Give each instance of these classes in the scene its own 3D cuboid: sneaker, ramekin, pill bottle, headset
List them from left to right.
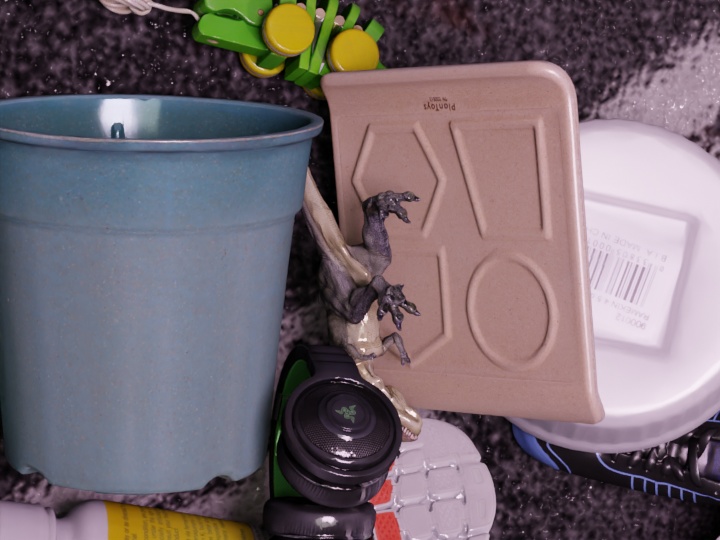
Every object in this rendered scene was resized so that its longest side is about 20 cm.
[{"bbox_3d":[-0.120,0.194,1.256,0.199,0.114,0.115,12,90,-16],"label":"pill bottle"},{"bbox_3d":[-0.004,0.122,1.192,0.093,0.200,0.124,4,116,-15],"label":"headset"},{"bbox_3d":[0.036,0.182,1.250,0.077,0.082,0.201,2,57,-12],"label":"sneaker"},{"bbox_3d":[0.147,0.006,1.296,0.199,0.098,0.202,0,83,4],"label":"ramekin"},{"bbox_3d":[0.196,0.107,1.359,0.199,0.078,0.071,10,90,-16],"label":"sneaker"}]

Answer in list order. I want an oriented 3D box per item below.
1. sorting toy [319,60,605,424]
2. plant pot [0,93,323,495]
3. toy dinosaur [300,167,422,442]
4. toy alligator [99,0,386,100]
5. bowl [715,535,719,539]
[{"bbox_3d":[0.059,-0.017,1.229,0.036,0.185,0.201,-17,103,-43],"label":"sorting toy"},{"bbox_3d":[-0.123,0.011,1.214,0.199,0.200,0.197,0,100,-16],"label":"plant pot"},{"bbox_3d":[0.000,0.000,1.235,0.047,0.088,0.201,-13,85,-32],"label":"toy dinosaur"},{"bbox_3d":[-0.053,-0.148,1.285,0.199,0.059,0.055,20,74,-16],"label":"toy alligator"},{"bbox_3d":[0.268,0.247,1.347,0.200,0.075,0.200,-45,129,-3],"label":"bowl"}]
